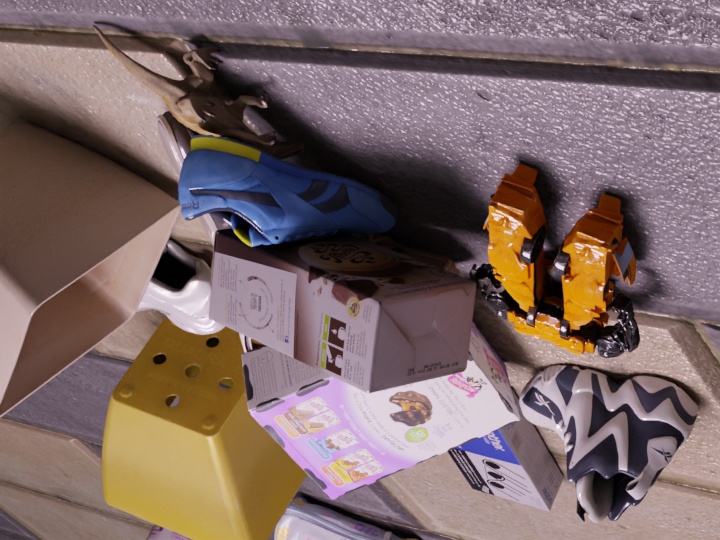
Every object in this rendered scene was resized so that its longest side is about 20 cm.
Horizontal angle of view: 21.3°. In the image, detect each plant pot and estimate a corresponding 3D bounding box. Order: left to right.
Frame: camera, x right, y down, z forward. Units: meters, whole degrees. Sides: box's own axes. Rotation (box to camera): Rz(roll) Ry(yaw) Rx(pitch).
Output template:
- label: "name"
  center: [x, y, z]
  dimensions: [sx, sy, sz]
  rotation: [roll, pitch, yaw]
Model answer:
- label: "plant pot"
  center: [-0.317, -0.019, 1.809]
  dimensions: [0.177, 0.200, 0.200]
  rotation: [43, 141, 10]
- label: "plant pot"
  center: [-0.168, 0.161, 2.089]
  dimensions: [0.199, 0.200, 0.177]
  rotation: [19, 146, 23]

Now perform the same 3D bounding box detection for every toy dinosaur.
- label: "toy dinosaur"
  center: [-0.134, -0.135, 1.534]
  dimensions: [0.200, 0.058, 0.101]
  rotation: [31, 160, -9]

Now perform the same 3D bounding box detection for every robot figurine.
- label: "robot figurine"
  center: [0.156, 0.001, 1.494]
  dimensions: [0.145, 0.058, 0.200]
  rotation: [22, 157, 17]

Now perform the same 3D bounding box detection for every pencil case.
- label: "pencil case"
  center: [-0.015, 0.359, 2.485]
  dimensions: [0.199, 0.083, 0.091]
  rotation: [15, 158, 30]

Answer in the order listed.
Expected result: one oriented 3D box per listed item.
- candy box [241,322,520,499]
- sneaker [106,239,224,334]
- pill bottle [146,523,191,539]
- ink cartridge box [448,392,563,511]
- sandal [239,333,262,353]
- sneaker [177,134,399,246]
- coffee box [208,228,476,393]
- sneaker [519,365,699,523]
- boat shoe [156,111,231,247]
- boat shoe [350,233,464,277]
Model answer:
- label: "candy box"
  center: [0.020, 0.106, 1.738]
  dimensions: [0.199, 0.072, 0.168]
  rotation: [-24, 138, 13]
- label: "sneaker"
  center: [-0.222, -0.003, 1.941]
  dimensions: [0.199, 0.078, 0.100]
  rotation: [9, 146, 21]
- label: "pill bottle"
  center: [-0.170, 0.277, 2.322]
  dimensions: [0.112, 0.200, 0.112]
  rotation: [24, 159, 10]
- label: "ink cartridge box"
  center: [0.131, 0.172, 1.932]
  dimensions: [0.094, 0.044, 0.200]
  rotation: [13, 154, 30]
- label: "sandal"
  center: [-0.084, 0.069, 1.853]
  dimensions: [0.079, 0.059, 0.207]
  rotation: [55, 172, -26]
- label: "sneaker"
  center: [-0.060, -0.047, 1.561]
  dimensions: [0.199, 0.079, 0.066]
  rotation: [16, 166, -31]
- label: "coffee box"
  center: [-0.018, 0.024, 1.560]
  dimensions: [0.113, 0.080, 0.200]
  rotation: [-10, -157, -43]
- label: "sneaker"
  center: [0.199, 0.161, 1.708]
  dimensions: [0.199, 0.130, 0.079]
  rotation: [5, 149, 46]
- label: "boat shoe"
  center: [-0.126, -0.082, 1.671]
  dimensions: [0.067, 0.057, 0.200]
  rotation: [57, 173, 34]
- label: "boat shoe"
  center: [0.000, 0.000, 1.662]
  dimensions: [0.199, 0.074, 0.067]
  rotation: [-1, 123, 41]
